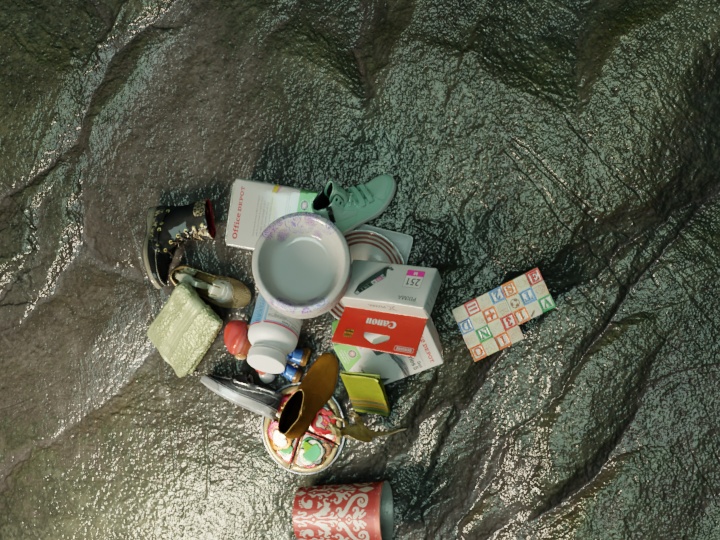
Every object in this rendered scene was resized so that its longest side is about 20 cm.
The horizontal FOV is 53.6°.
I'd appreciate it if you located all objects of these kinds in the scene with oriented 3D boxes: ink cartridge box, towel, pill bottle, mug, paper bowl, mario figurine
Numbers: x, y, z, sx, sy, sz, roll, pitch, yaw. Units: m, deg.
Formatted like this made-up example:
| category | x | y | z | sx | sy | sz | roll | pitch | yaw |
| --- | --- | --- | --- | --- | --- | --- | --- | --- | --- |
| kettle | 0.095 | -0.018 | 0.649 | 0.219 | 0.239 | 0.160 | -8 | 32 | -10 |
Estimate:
| category | x | y | z | sx | sy | sz | roll | pitch | yaw |
| --- | --- | --- | --- | --- | --- | --- | --- | --- | --- |
| ink cartridge box | 0.057 | 0.148 | 1.479 | 0.195 | 0.085 | 0.147 | -22 | 123 | 10 |
| ink cartridge box | 0.044 | 0.069 | 1.411 | 0.195 | 0.044 | 0.177 | 6 | 57 | 29 |
| towel | -0.396 | 0.134 | 1.594 | 0.148 | 0.036 | 0.201 | 45 | 120 | 6 |
| towel | 0.012 | 0.256 | 1.473 | 0.083 | 0.202 | 0.018 | 3 | 60 | 11 |
| pill bottle | -0.175 | 0.105 | 1.500 | 0.105 | 0.110 | 0.205 | 6 | 60 | 11 |
| ink cartridge box | -0.183 | -0.111 | 1.552 | 0.194 | 0.087 | 0.150 | 10 | 92 | 9 |
| mug | -0.036 | 0.539 | 1.513 | 0.194 | 0.133 | 0.183 | -4 | 88 | 14 |
| paper bowl | -0.114 | -0.005 | 1.432 | 0.194 | 0.105 | 0.207 | 0 | 75 | 0 |
| mario figurine | -0.209 | 0.167 | 1.581 | 0.196 | 0.107 | 0.125 | 27 | 59 | -1 |

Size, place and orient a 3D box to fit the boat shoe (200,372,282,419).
| category | x | y | z | sx | sy | sz | roll | pitch | yaw |
| --- | --- | --- | --- | --- | --- | --- | --- | --- | --- |
| boat shoe | -0.263 | 0.261 | 1.584 | 0.195 | 0.072 | 0.069 | 19 | 71 | 21 |

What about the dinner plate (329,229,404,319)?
| category | x | y | z | sx | sy | sz | roll | pitch | yaw |
| --- | --- | --- | --- | --- | --- | --- | --- | --- | --- |
| dinner plate | 0.003 | 0.017 | 1.521 | 0.194 | 0.024 | 0.207 | 0 | 90 | 10 |

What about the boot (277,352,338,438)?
| category | x | y | z | sx | sy | sz | roll | pitch | yaw |
| --- | --- | --- | --- | --- | --- | --- | --- | --- | --- |
| boot | -0.107 | 0.256 | 1.494 | 0.069 | 0.144 | 0.205 | 21 | 76 | 12 |

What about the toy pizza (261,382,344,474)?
| category | x | y | z | sx | sy | sz | roll | pitch | yaw |
| --- | --- | --- | --- | --- | --- | --- | --- | --- | --- |
| toy pizza | -0.129 | 0.351 | 1.576 | 0.194 | 0.032 | 0.207 | 0 | 91 | 11 |

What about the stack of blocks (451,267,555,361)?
| category | x | y | z | sx | sy | sz | roll | pitch | yaw |
| --- | --- | --- | --- | --- | --- | --- | --- | --- | --- |
| stack of blocks | 0.300 | 0.090 | 1.473 | 0.196 | 0.059 | 0.117 | -27 | 86 | 10 |

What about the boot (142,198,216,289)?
| category | x | y | z | sx | sy | sz | roll | pitch | yaw |
| --- | --- | --- | --- | --- | --- | --- | --- | --- | --- |
| boot | -0.399 | -0.067 | 1.580 | 0.146 | 0.074 | 0.205 | -12 | 58 | 7 |

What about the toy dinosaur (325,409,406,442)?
| category | x | y | z | sx | sy | sz | roll | pitch | yaw |
| --- | --- | --- | --- | --- | --- | --- | --- | --- | --- |
| toy dinosaur | -0.004 | 0.343 | 1.518 | 0.100 | 0.196 | 0.060 | 23 | 99 | 52 |

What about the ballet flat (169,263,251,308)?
| category | x | y | z | sx | sy | sz | roll | pitch | yaw |
| --- | --- | --- | --- | --- | --- | --- | --- | --- | --- |
| ballet flat | -0.342 | 0.038 | 1.596 | 0.195 | 0.065 | 0.073 | 15 | 93 | 10 |

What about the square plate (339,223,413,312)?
| category | x | y | z | sx | sy | sz | roll | pitch | yaw |
| --- | --- | --- | --- | --- | --- | --- | --- | --- | --- |
| square plate | 0.000 | 0.000 | 1.547 | 0.195 | 0.028 | 0.204 | 15 | 93 | 10 |

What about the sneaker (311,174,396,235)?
| category | x | y | z | sx | sy | sz | roll | pitch | yaw |
| --- | --- | --- | --- | --- | --- | --- | --- | --- | --- |
| sneaker | -0.013 | -0.155 | 1.484 | 0.199 | 0.119 | 0.074 | -38 | 55 | -7 |
